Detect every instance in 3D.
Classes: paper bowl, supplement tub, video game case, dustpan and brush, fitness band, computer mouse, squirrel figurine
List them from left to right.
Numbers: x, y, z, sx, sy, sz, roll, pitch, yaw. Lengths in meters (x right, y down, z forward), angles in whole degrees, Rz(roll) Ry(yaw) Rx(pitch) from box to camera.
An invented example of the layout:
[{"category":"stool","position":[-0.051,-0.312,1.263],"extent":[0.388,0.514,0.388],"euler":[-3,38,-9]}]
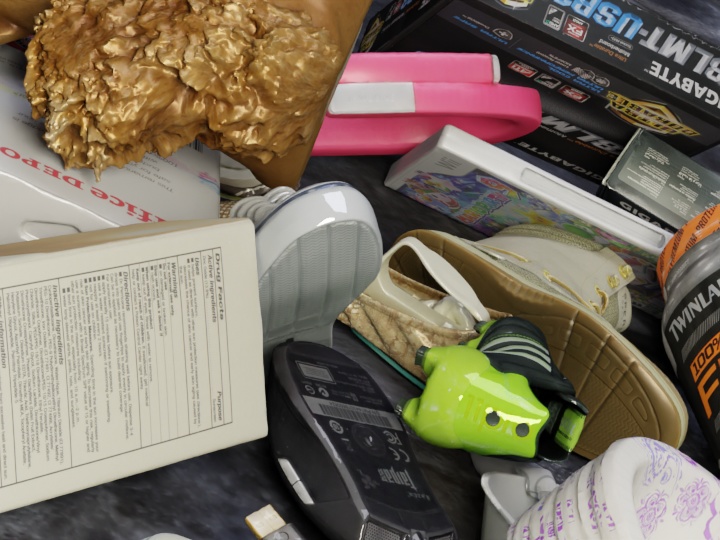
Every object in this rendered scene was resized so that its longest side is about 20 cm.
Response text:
[{"category":"squirrel figurine","position":[-0.099,-0.123,1.311],"extent":[0.186,0.142,0.200],"euler":[23,19,-1]},{"category":"computer mouse","position":[-0.015,0.114,1.241],"extent":[0.140,0.046,0.200],"euler":[9,40,-48]},{"category":"fitness band","position":[0.009,-0.097,1.608],"extent":[0.200,0.038,0.144],"euler":[-1,-8,-19]},{"category":"video game case","position":[0.121,-0.027,1.654],"extent":[0.200,0.018,0.143],"euler":[26,-12,-8]},{"category":"dustpan and brush","position":[0.098,0.119,1.335],"extent":[0.139,0.057,0.200],"euler":[15,-5,-27]},{"category":"paper bowl","position":[0.135,0.178,1.148],"extent":[0.201,0.104,0.201],"euler":[42,22,-22]},{"category":"supplement tub","position":[0.243,0.062,1.503],"extent":[0.122,0.123,0.200],"euler":[12,43,-37]}]

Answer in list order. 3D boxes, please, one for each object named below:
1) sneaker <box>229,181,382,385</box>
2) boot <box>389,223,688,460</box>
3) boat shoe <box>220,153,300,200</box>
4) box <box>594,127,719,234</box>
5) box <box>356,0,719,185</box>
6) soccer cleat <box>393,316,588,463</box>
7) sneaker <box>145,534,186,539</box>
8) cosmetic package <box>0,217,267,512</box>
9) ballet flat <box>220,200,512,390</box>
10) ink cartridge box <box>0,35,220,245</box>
[{"category":"sneaker","position":[-0.040,-0.007,1.298],"extent":[0.073,0.200,0.071],"euler":[-14,72,-17]},{"category":"boot","position":[0.126,0.036,1.548],"extent":[0.200,0.072,0.155],"euler":[35,20,23]},{"category":"boat shoe","position":[-0.122,-0.094,1.541],"extent":[0.200,0.072,0.060],"euler":[25,-12,21]},{"category":"box","position":[0.236,0.001,1.691],"extent":[0.200,0.046,0.159],"euler":[32,-13,6]},{"category":"box","position":[0.117,-0.123,1.665],"extent":[0.200,0.050,0.198],"euler":[24,-18,-14]},{"category":"soccer cleat","position":[0.076,0.066,1.356],"extent":[0.081,0.068,0.200],"euler":[22,9,12]},{"category":"sneaker","position":[-0.005,0.158,1.089],"extent":[0.200,0.071,0.073],"euler":[34,22,12]},{"category":"cosmetic package","position":[-0.126,0.037,1.158],"extent":[0.071,0.105,0.200],"euler":[0,5,33]},{"category":"ballet flat","position":[0.000,0.000,1.478],"extent":[0.200,0.065,0.071],"euler":[30,22,5]},{"category":"ink cartridge box","position":[-0.150,-0.039,1.352],"extent":[0.147,0.086,0.200],"euler":[25,23,-12]}]
